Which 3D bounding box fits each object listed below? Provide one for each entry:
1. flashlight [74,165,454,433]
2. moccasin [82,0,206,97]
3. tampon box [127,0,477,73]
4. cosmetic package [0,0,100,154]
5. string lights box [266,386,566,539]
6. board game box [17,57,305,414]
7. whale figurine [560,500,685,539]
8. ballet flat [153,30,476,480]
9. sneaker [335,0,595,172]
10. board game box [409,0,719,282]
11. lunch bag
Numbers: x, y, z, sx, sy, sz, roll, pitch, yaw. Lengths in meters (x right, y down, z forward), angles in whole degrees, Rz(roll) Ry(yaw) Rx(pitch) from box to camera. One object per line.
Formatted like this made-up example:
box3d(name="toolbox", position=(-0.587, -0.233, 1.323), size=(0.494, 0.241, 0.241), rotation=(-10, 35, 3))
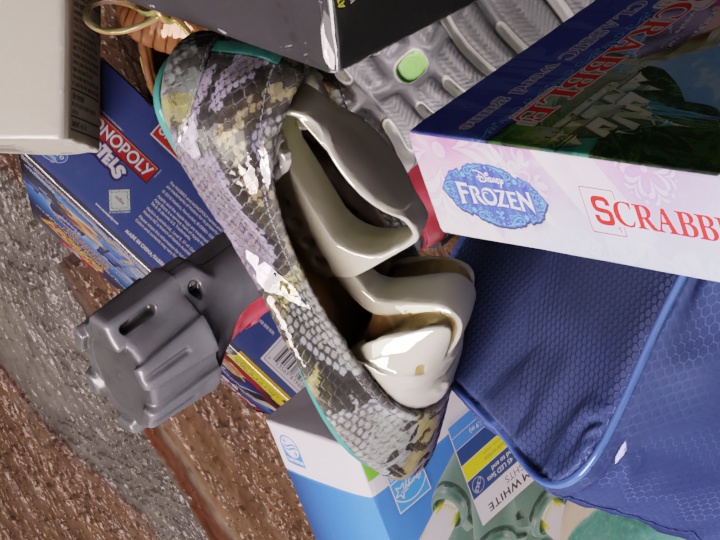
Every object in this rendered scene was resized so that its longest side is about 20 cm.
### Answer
box3d(name="flashlight", position=(-0.031, -0.002, 1.183), size=(0.068, 0.200, 0.068), rotation=(52, 152, 0))
box3d(name="moccasin", position=(-0.074, -0.120, 1.193), size=(0.074, 0.078, 0.201), rotation=(23, 161, 1))
box3d(name="tampon box", position=(0.006, -0.174, 0.933), size=(0.150, 0.200, 0.126), rotation=(22, 130, 42))
box3d(name="cosmetic package", position=(-0.161, -0.153, 1.201), size=(0.103, 0.087, 0.200), rotation=(27, -116, -86))
box3d(name="string lights box", position=(0.043, 0.120, 1.174), size=(0.059, 0.103, 0.200), rotation=(14, 134, 47))
box3d(name="board game box", position=(-0.093, -0.013, 1.369), size=(0.200, 0.062, 0.200), rotation=(44, 172, -12))
box3d(name="whale figurine", position=(0.158, 0.145, 1.129), size=(0.200, 0.159, 0.104), rotation=(64, -162, -50))
box3d(name="ballet flat", position=(0.000, 0.000, 0.942), size=(0.072, 0.072, 0.200), rotation=(17, 146, 47))
box3d(name="sneaker", position=(0.049, -0.100, 1.089), size=(0.200, 0.115, 0.075), rotation=(-36, 89, 21))
box3d(name="board game box", position=(0.152, -0.065, 0.856), size=(0.199, 0.200, 0.041), rotation=(11, 130, 49))
box3d(name="lunch bag", position=(0.122, 0.017, 0.995), size=(0.132, 0.136, 0.200), rotation=(22, -168, -22))
